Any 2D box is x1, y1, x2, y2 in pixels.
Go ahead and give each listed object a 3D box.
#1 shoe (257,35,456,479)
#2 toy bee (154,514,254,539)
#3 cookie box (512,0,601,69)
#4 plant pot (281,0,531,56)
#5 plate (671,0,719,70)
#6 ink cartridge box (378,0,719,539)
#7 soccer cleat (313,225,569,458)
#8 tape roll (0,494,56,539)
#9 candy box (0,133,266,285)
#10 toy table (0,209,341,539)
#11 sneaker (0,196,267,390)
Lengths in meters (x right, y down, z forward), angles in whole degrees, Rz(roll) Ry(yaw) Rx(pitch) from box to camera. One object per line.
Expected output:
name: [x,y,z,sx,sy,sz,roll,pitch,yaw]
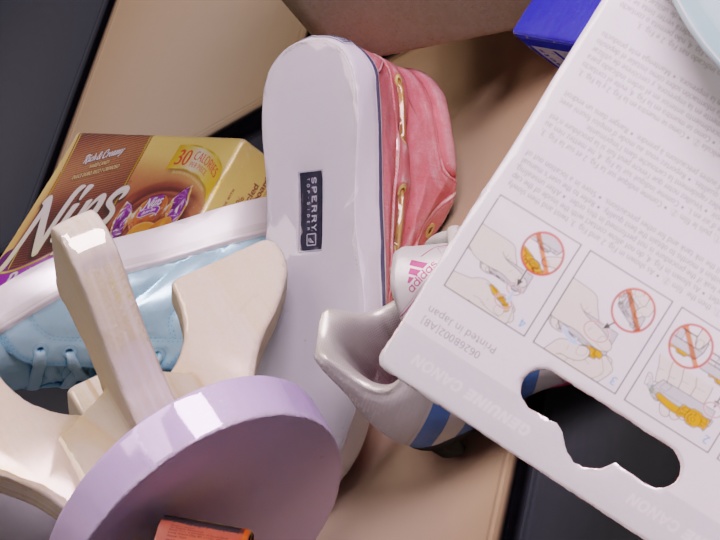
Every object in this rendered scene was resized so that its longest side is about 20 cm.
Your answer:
shoe: [0.000,0.000,1.153,0.071,0.091,0.201,-1,84,34]
toy bee: [-0.078,0.185,1.014,0.201,0.130,0.109,-60,2,10]
cookie box: [0.176,-0.137,1.023,0.172,0.075,0.200,-58,28,-7]
plant pot: [0.032,-0.211,1.169,0.199,0.178,0.200,-11,33,14]
plate: [0.197,-0.120,0.868,0.026,0.199,0.201,101,-172,-60]
ink cartridge box: [0.126,-0.008,0.884,0.201,0.162,0.050,-58,-14,1]
soccer cleat: [0.065,0.009,1.015,0.200,0.086,0.070,-34,33,32]
tape roll: [-0.200,0.162,1.185,0.201,0.066,0.200,-58,2,3]
candy box: [-0.115,-0.008,1.332,0.200,0.056,0.117,9,65,58]
toy table: [-0.089,0.067,1.058,0.117,0.183,0.200,57,149,25]
sneaker: [-0.100,0.031,1.175,0.199,0.082,0.074,-21,-18,-13]
